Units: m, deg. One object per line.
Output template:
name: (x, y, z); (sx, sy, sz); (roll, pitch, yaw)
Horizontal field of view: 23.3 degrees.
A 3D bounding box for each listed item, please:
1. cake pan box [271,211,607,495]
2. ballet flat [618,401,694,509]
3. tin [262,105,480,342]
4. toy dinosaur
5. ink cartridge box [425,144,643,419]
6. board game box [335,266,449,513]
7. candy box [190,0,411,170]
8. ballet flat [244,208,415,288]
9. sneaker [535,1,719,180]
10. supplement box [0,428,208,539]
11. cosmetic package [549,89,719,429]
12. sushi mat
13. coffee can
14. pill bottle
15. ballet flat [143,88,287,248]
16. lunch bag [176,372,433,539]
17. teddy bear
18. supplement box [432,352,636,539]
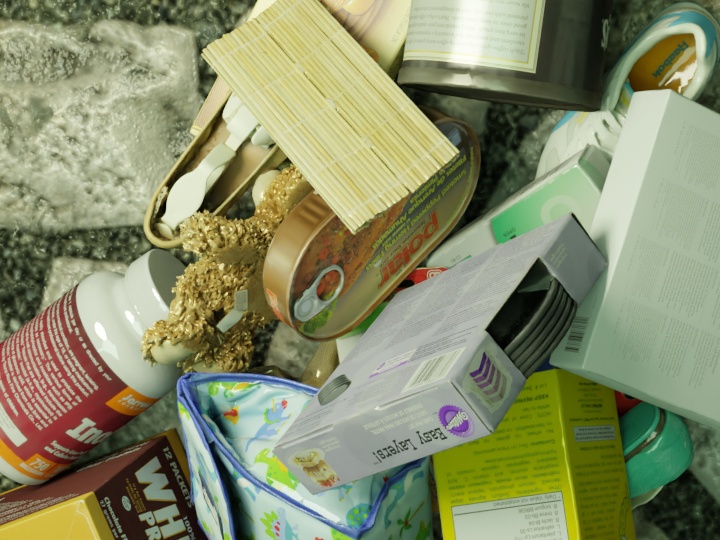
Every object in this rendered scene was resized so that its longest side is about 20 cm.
cake pan box: (0.055, 0.056, 1.173); (0.052, 0.185, 0.199); (49, 138, -13)
ballet flat: (0.173, 0.173, 1.343); (0.199, 0.068, 0.070); (-35, 115, 26)
tin: (0.009, -0.035, 1.271); (0.200, 0.112, 0.042); (-45, 48, -18)
toy dinosaur: (-0.040, 0.096, 1.395); (0.100, 0.058, 0.202); (5, 110, -2)
ink cartridge box: (0.166, 0.028, 1.295); (0.160, 0.050, 0.201); (-34, 95, 37)
board game box: (0.036, 0.094, 1.343); (0.095, 0.030, 0.202); (-3, 110, 15)
candy box: (-0.032, -0.163, 1.336); (0.115, 0.055, 0.201); (31, 106, 7)
ballet flat: (0.000, 0.000, 1.369); (0.199, 0.046, 0.068); (25, 132, 14)
sneaker: (0.189, -0.108, 1.281); (0.076, 0.081, 0.201); (34, 107, 4)
supplement box: (-0.237, 0.241, 1.383); (0.196, 0.200, 0.134); (-21, 95, 16)
cosmetic package: (0.230, -0.005, 1.218); (0.150, 0.052, 0.202); (21, 83, -23)
sushi mat: (-0.023, -0.118, 1.245); (0.095, 0.012, 0.200); (-34, 63, -13)
coffee can: (0.110, -0.221, 1.231); (0.145, 0.146, 0.202); (8, 94, 12)
pill bottle: (-0.215, 0.074, 1.393); (0.199, 0.113, 0.113); (-36, 91, 17)
ballet flat: (-0.092, -0.090, 1.303); (0.068, 0.063, 0.201); (39, 107, 4)
lunch bag: (-0.052, 0.175, 1.318); (0.199, 0.127, 0.171); (26, 142, 26)
teddy bear: (-0.088, -0.002, 1.303); (0.067, 0.144, 0.201); (49, 123, 42)
supplement box: (0.126, 0.165, 1.263); (0.108, 0.109, 0.202); (-12, 81, 30)
